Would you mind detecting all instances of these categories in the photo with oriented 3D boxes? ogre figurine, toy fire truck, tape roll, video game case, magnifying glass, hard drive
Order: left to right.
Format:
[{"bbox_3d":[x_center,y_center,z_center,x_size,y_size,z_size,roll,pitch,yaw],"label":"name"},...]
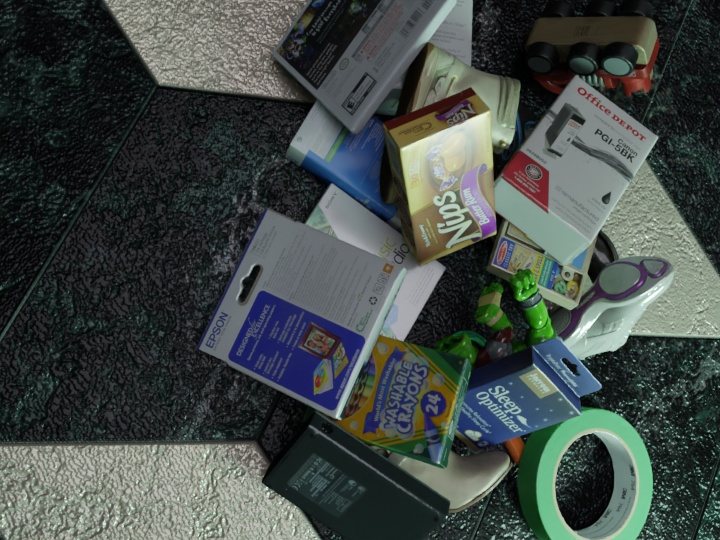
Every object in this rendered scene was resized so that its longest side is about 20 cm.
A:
[{"bbox_3d":[-0.008,0.271,0.841,0.198,0.140,0.033,35,36,-5],"label":"hard drive"},{"bbox_3d":[-0.002,-0.306,0.877,0.182,0.023,0.201,46,105,26],"label":"video game case"},{"bbox_3d":[0.177,0.177,0.964,0.079,0.022,0.203,-30,89,-17],"label":"magnifying glass"},{"bbox_3d":[0.178,0.106,0.909,0.120,0.098,0.201,41,81,-17],"label":"ogre figurine"},{"bbox_3d":[0.313,0.294,0.959,0.196,0.048,0.206,2,85,-20],"label":"tape roll"},{"bbox_3d":[0.359,-0.308,1.027,0.200,0.173,0.131,41,69,-50],"label":"toy fire truck"}]

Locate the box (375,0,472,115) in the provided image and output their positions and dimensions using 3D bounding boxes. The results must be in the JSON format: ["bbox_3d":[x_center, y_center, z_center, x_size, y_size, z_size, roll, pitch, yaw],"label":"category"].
[{"bbox_3d":[0.068,-0.326,0.955,0.149,0.106,0.205,5,82,-14],"label":"box"}]

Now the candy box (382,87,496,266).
[{"bbox_3d":[0.101,-0.107,0.840,0.115,0.202,0.057,-22,47,-7],"label":"candy box"}]

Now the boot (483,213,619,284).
[{"bbox_3d":[0.263,-0.031,0.994,0.171,0.069,0.203,-22,78,-16],"label":"boot"}]

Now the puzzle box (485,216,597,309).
[{"bbox_3d":[0.263,-0.064,0.955,0.131,0.025,0.203,23,69,-1],"label":"puzzle box"}]

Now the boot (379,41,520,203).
[{"bbox_3d":[0.115,-0.168,0.887,0.152,0.072,0.204,14,101,-19],"label":"boot"}]

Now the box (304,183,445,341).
[{"bbox_3d":[0.000,0.000,0.930,0.198,0.036,0.146,34,76,-6],"label":"box"}]

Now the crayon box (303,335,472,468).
[{"bbox_3d":[0.026,0.149,0.852,0.196,0.052,0.128,12,72,23],"label":"crayon box"}]

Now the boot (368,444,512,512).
[{"bbox_3d":[0.085,0.241,0.893,0.197,0.070,0.148,-29,103,-7],"label":"boot"}]

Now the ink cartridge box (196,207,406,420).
[{"bbox_3d":[-0.071,0.050,0.854,0.197,0.047,0.201,23,78,15],"label":"ink cartridge box"}]

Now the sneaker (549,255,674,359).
[{"bbox_3d":[0.352,0.054,0.958,0.099,0.199,0.076,31,36,-26],"label":"sneaker"}]

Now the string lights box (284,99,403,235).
[{"bbox_3d":[0.007,-0.148,0.939,0.198,0.059,0.104,34,76,-9],"label":"string lights box"}]

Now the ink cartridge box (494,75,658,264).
[{"bbox_3d":[0.281,-0.137,0.924,0.146,0.083,0.201,37,70,5],"label":"ink cartridge box"}]

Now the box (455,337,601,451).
[{"bbox_3d":[0.190,0.161,0.871,0.121,0.198,0.033,42,35,-28],"label":"box"}]

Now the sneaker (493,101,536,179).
[{"bbox_3d":[0.195,-0.165,0.978,0.081,0.073,0.203,28,71,-11],"label":"sneaker"}]
